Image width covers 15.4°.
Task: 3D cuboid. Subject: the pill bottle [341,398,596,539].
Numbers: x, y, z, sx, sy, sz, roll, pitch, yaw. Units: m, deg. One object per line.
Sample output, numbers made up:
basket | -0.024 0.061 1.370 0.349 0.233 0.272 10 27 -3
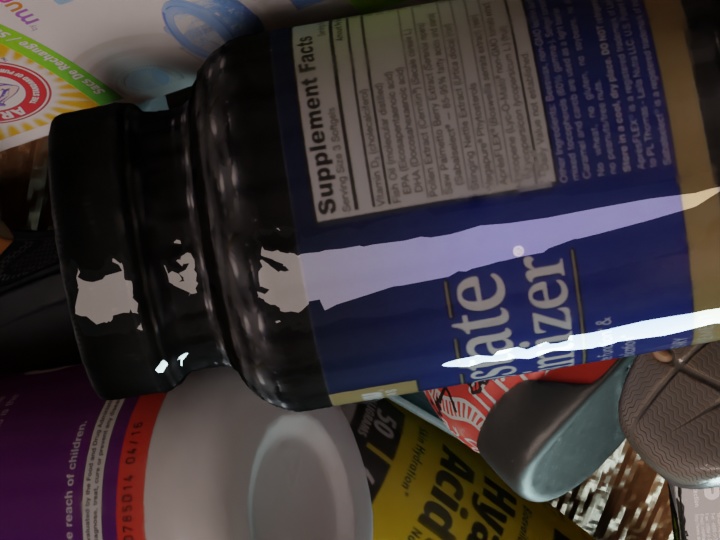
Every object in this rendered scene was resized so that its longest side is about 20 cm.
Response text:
pill bottle | 0.029 0.124 0.979 0.200 0.112 0.111 37 125 -18

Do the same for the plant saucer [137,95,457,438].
plant saucer | 0.000 0.000 0.929 0.199 0.019 0.070 30 83 -13

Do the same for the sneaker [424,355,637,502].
sneaker | 0.089 -0.031 0.876 0.201 0.108 0.067 -47 151 4

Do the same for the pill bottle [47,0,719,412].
pill bottle | 0.015 -0.021 0.776 0.198 0.112 0.112 -10 125 2

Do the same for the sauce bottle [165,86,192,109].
sauce bottle | 0.023 -0.096 0.846 0.199 0.066 0.066 -28 117 30

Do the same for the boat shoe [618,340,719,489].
boat shoe | 0.171 0.010 0.842 0.199 0.075 0.073 -33 154 -7

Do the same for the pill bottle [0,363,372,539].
pill bottle | -0.103 0.088 0.873 0.199 0.113 0.113 -8 126 29

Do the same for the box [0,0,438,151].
box | -0.068 -0.124 0.794 0.199 0.102 0.112 -17 150 22

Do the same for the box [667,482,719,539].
box | 0.207 0.106 0.925 0.192 0.048 0.201 -9 110 3

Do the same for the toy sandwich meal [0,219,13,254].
toy sandwich meal | -0.194 -0.065 0.843 0.070 0.205 0.205 -36 115 7

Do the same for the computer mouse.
computer mouse | -0.099 0.023 0.916 0.199 0.053 0.138 -6 142 47
